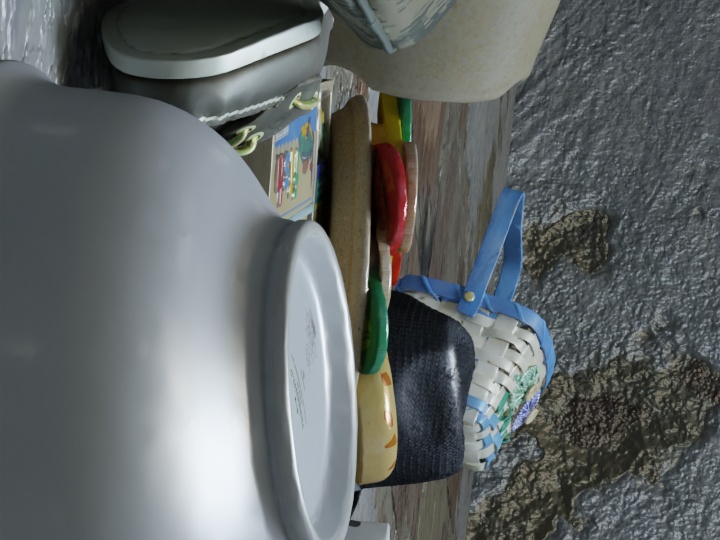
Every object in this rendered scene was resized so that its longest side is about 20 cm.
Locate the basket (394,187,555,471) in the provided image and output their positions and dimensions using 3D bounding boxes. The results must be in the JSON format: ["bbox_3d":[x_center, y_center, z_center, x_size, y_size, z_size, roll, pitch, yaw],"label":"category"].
[{"bbox_3d":[0.093,0.050,1.832,0.176,0.139,0.201,77,29,-67],"label":"basket"}]

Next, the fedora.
[{"bbox_3d":[0.027,0.078,1.476,0.201,0.091,0.201,5,90,-84],"label":"fedora"}]

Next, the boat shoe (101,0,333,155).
[{"bbox_3d":[-0.047,-0.073,0.819,0.202,0.072,0.061,-60,157,-73],"label":"boat shoe"}]

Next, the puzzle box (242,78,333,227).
[{"bbox_3d":[-0.042,-0.025,1.106,0.200,0.025,0.134,-48,143,-80],"label":"puzzle box"}]

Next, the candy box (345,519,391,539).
[{"bbox_3d":[-0.025,0.259,1.270,0.200,0.071,0.168,87,10,-53],"label":"candy box"}]

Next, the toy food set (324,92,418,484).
[{"bbox_3d":[0.000,0.000,1.243,0.200,0.048,0.198,-92,-172,-52],"label":"toy food set"}]

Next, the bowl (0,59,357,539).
[{"bbox_3d":[-0.053,0.037,0.645,0.201,0.090,0.202,-3,90,-79],"label":"bowl"}]

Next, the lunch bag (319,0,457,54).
[{"bbox_3d":[-0.011,-0.179,0.723,0.139,0.168,0.200,-48,175,3],"label":"lunch bag"}]

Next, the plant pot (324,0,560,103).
[{"bbox_3d":[0.040,-0.190,1.090,0.201,0.200,0.184,-73,177,-61],"label":"plant pot"}]
